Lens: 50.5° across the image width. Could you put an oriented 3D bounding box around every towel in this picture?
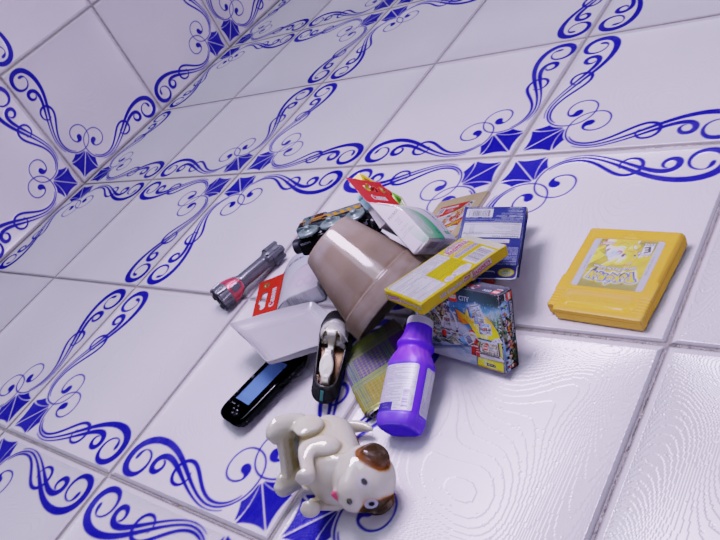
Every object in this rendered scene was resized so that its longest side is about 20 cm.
[{"bbox_3d":[0.043,0.177,1.392,0.143,0.023,0.200,-33,32,-1],"label":"towel"}]

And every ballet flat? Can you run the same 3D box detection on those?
[{"bbox_3d":[-0.050,0.149,1.423,0.067,0.069,0.202,4,56,3],"label":"ballet flat"}]

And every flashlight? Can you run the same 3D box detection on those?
[{"bbox_3d":[-0.268,0.010,1.841,0.067,0.068,0.200,33,63,30],"label":"flashlight"}]

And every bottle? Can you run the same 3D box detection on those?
[{"bbox_3d":[0.083,0.174,1.279,0.083,0.065,0.202,-11,54,38],"label":"bottle"}]

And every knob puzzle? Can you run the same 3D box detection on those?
[{"bbox_3d":[0.173,-0.075,1.591,0.219,0.030,0.220,-39,20,17],"label":"knob puzzle"}]

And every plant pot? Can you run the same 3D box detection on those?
[{"bbox_3d":[0.000,0.000,1.429,0.200,0.173,0.200,-47,-10,-11],"label":"plant pot"}]

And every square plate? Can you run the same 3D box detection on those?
[{"bbox_3d":[-0.139,0.127,1.542,0.196,0.029,0.199,-15,24,-27],"label":"square plate"}]

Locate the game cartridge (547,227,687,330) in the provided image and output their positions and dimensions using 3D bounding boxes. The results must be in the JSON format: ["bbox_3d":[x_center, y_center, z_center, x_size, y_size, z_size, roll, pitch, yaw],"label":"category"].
[{"bbox_3d":[0.429,0.008,1.285,0.175,0.033,0.201,6,48,44],"label":"game cartridge"}]

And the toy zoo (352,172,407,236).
[{"bbox_3d":[0.054,-0.122,1.524,0.020,0.199,0.132,-39,59,20],"label":"toy zoo"}]

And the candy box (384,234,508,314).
[{"bbox_3d":[0.145,0.003,1.282,0.199,0.027,0.102,-32,27,-25],"label":"candy box"}]

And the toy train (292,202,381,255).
[{"bbox_3d":[-0.043,-0.086,1.551,0.198,0.086,0.114,-17,25,19],"label":"toy train"}]

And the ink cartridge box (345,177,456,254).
[{"bbox_3d":[0.081,-0.115,1.441,0.050,0.201,0.160,-44,-16,20],"label":"ink cartridge box"}]

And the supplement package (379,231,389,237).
[{"bbox_3d":[-0.003,-0.032,1.624,0.109,0.114,0.200,-36,32,-9],"label":"supplement package"}]

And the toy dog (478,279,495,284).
[{"bbox_3d":[0.201,0.023,1.395,0.130,0.097,0.201,-12,38,28],"label":"toy dog"}]

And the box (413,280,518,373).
[{"bbox_3d":[0.173,0.084,1.298,0.037,0.139,0.199,-23,23,-38],"label":"box"}]

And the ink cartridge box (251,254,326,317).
[{"bbox_3d":[-0.165,0.031,1.738,0.197,0.057,0.164,-16,35,15],"label":"ink cartridge box"}]

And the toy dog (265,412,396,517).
[{"bbox_3d":[-0.029,0.312,1.194,0.192,0.142,0.199,-7,14,-37],"label":"toy dog"}]

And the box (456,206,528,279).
[{"bbox_3d":[0.233,-0.043,1.377,0.119,0.033,0.201,2,41,18],"label":"box"}]

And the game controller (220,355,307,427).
[{"bbox_3d":[-0.191,0.224,1.506,0.200,0.042,0.104,-45,35,-20],"label":"game controller"}]
